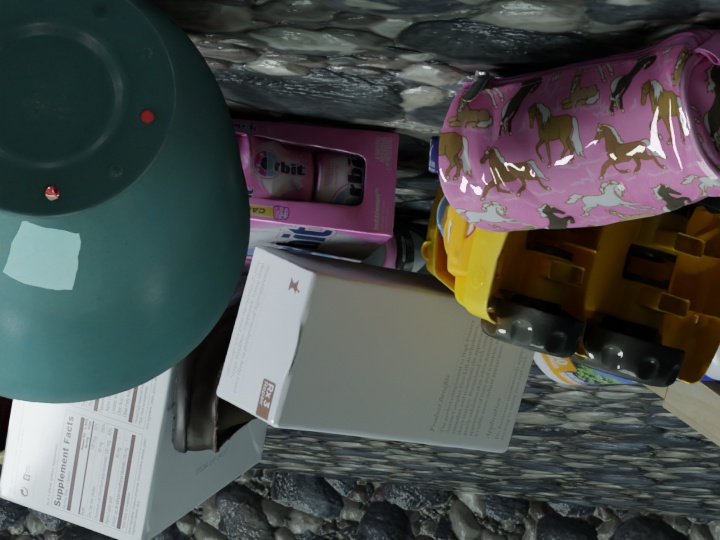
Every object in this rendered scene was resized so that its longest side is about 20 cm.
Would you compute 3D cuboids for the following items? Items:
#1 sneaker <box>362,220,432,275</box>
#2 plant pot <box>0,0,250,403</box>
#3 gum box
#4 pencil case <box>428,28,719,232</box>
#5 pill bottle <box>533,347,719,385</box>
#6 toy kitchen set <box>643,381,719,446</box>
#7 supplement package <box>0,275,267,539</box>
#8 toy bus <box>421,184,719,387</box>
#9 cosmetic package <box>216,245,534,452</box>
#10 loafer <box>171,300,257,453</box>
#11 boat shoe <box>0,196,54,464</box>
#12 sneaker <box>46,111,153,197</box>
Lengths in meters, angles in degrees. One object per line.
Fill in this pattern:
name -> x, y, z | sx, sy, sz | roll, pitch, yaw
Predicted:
sneaker -> 0.000, 0.000, 1.798 | 0.095, 0.080, 0.200 | -3, 176, -30
plant pot -> -0.151, -0.055, 1.218 | 0.199, 0.202, 0.161 | 5, 159, -3
gum box -> -0.050, -0.043, 1.560 | 0.112, 0.067, 0.200 | 5, 170, -11
pencil case -> 0.127, -0.071, 1.285 | 0.086, 0.083, 0.199 | 31, 156, -35
pill bottle -> 0.216, 0.020, 1.672 | 0.199, 0.113, 0.112 | -4, 167, 40
toy kitchen set -> 0.323, 0.023, 1.824 | 0.199, 0.181, 0.163 | 34, -133, 27
supplement package -> -0.141, 0.070, 1.673 | 0.110, 0.157, 0.200 | 16, -163, 17
toy bus -> 0.107, -0.022, 1.503 | 0.199, 0.137, 0.191 | 15, -179, -40
cosmetic package -> 0.015, 0.051, 1.557 | 0.199, 0.103, 0.074 | 11, -173, -39
loafer -> -0.061, 0.058, 1.602 | 0.071, 0.074, 0.200 | 15, -149, 17
boat shoe -> -0.222, 0.036, 1.680 | 0.073, 0.202, 0.066 | 7, -178, 11
sneaker -> -0.160, -0.076, 1.461 | 0.199, 0.079, 0.115 | 13, -176, 29
